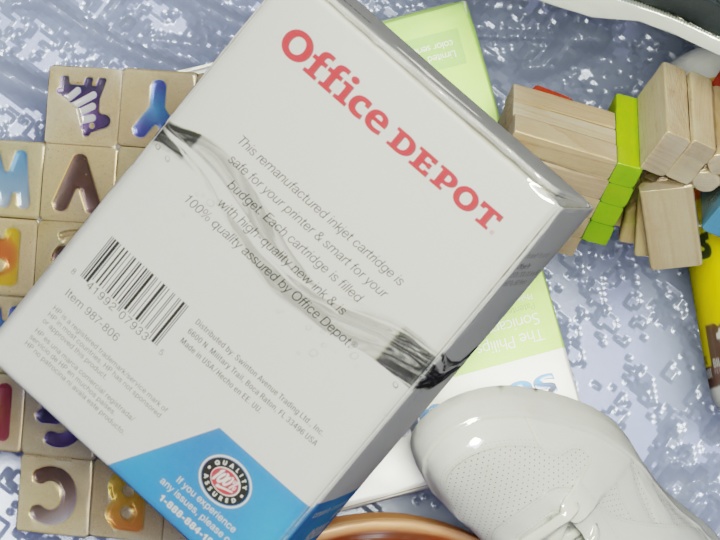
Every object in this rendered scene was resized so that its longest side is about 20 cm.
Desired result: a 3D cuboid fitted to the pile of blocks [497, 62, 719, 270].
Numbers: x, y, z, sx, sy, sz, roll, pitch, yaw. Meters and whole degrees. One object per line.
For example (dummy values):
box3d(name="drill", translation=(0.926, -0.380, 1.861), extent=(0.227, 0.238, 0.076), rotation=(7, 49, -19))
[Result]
box3d(name="pile of blocks", translation=(0.146, -0.052, 1.175), extent=(0.200, 0.082, 0.062), rotation=(-3, 43, 7))

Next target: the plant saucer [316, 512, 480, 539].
box3d(name="plant saucer", translation=(0.002, 0.201, 1.206), extent=(0.200, 0.032, 0.200), rotation=(-3, 101, -13))

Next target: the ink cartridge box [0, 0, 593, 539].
box3d(name="ink cartridge box", translation=(-0.026, 0.003, 1.118), extent=(0.145, 0.084, 0.200), rotation=(42, 100, 10))

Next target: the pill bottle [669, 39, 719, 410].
box3d(name="pill bottle", translation=(0.194, -0.040, 1.239), extent=(0.109, 0.109, 0.200), rotation=(-8, 84, -7))

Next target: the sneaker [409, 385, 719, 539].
box3d(name="sneaker", translation=(0.105, 0.132, 1.162), extent=(0.074, 0.116, 0.200), rotation=(-39, 129, 21))

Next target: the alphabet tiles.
box3d(name="alphabet tiles", translation=(-0.091, 0.015, 1.181), extent=(0.166, 0.006, 0.200), rotation=(5, 91, 14))

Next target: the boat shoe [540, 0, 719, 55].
box3d(name="boat shoe", translation=(0.148, -0.127, 1.120), extent=(0.200, 0.060, 0.076), rotation=(10, 44, -10))

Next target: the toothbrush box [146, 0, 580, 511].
box3d(name="toothbrush box", translation=(0.000, 0.000, 1.224), extent=(0.146, 0.086, 0.200), rotation=(-16, 84, -6))
